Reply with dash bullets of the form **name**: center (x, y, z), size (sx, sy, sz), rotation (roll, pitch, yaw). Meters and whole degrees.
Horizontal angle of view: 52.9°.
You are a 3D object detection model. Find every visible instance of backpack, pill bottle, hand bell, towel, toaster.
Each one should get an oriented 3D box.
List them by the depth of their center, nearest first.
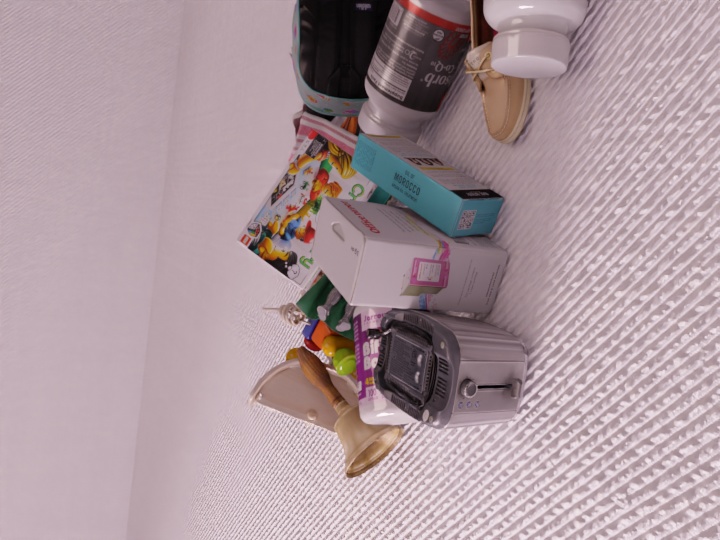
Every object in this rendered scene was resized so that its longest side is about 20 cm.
- **pill bottle**: center (0.188, -0.316, 0.767), size (0.110, 0.109, 0.205), rotation (7, 91, 64)
- **toaster**: center (0.101, 0.110, 0.841), size (0.199, 0.127, 0.116), rotation (17, 100, 63)
- **pill bottle**: center (0.046, 0.098, 0.975), size (0.112, 0.110, 0.204), rotation (-36, 54, 56)
- **pill bottle**: center (0.072, -0.279, 0.993), size (0.202, 0.114, 0.117), rotation (-66, 32, 33)
- **hand bell**: center (-0.035, 0.187, 1.059), size (0.201, 0.103, 0.105), rotation (51, 132, 27)
- **backpack**: center (-0.026, -0.345, 1.147), size (0.153, 0.172, 0.205), rotation (127, 144, -72)
- **towel**: center (-0.061, -0.147, 1.214), size (0.030, 0.144, 0.202), rotation (-71, 4, -58)

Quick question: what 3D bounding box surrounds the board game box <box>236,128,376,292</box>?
- **board game box**: center (-0.075, -0.088, 1.060), size (0.202, 0.125, 0.035), rotation (-56, -10, -3)

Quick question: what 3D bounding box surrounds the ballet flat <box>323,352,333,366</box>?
- **ballet flat**: center (-0.041, 0.083, 1.209), size (0.070, 0.068, 0.204), rotation (-49, 43, 49)

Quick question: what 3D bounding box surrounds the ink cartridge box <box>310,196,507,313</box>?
- **ink cartridge box**: center (0.054, -0.020, 0.882), size (0.145, 0.196, 0.086), rotation (46, 125, 57)

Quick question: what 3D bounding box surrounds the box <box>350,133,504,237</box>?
- **box**: center (0.080, -0.113, 0.918), size (0.199, 0.081, 0.050), rotation (40, 123, 38)

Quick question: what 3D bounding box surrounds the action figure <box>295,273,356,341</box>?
- **action figure**: center (0.000, 0.000, 1.076), size (0.202, 0.117, 0.055), rotation (-61, 5, -34)

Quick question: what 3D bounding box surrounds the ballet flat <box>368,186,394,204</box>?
- **ballet flat**: center (0.010, -0.115, 1.162), size (0.199, 0.075, 0.065), rotation (-33, 25, 53)

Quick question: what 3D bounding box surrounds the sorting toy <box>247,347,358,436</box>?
- **sorting toy**: center (-0.081, 0.219, 1.173), size (0.181, 0.196, 0.108), rotation (119, 172, -60)

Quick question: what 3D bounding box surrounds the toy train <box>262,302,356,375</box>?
- **toy train**: center (-0.043, 0.106, 1.062), size (0.086, 0.197, 0.116), rotation (-61, 40, 25)

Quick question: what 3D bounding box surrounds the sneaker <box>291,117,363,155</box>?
- **sneaker**: center (-0.061, -0.197, 1.237), size (0.078, 0.110, 0.203), rotation (-88, 17, -62)

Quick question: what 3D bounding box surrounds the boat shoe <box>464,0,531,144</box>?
- **boat shoe**: center (0.156, -0.253, 0.866), size (0.073, 0.068, 0.205), rotation (-22, 65, 61)

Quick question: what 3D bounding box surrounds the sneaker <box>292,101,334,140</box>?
- **sneaker**: center (-0.079, -0.253, 1.361), size (0.200, 0.074, 0.118), rotation (169, 100, -74)

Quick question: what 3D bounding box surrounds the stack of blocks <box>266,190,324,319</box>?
- **stack of blocks**: center (-0.073, -0.031, 1.139), size (0.059, 0.112, 0.204), rotation (-84, -14, -74)
